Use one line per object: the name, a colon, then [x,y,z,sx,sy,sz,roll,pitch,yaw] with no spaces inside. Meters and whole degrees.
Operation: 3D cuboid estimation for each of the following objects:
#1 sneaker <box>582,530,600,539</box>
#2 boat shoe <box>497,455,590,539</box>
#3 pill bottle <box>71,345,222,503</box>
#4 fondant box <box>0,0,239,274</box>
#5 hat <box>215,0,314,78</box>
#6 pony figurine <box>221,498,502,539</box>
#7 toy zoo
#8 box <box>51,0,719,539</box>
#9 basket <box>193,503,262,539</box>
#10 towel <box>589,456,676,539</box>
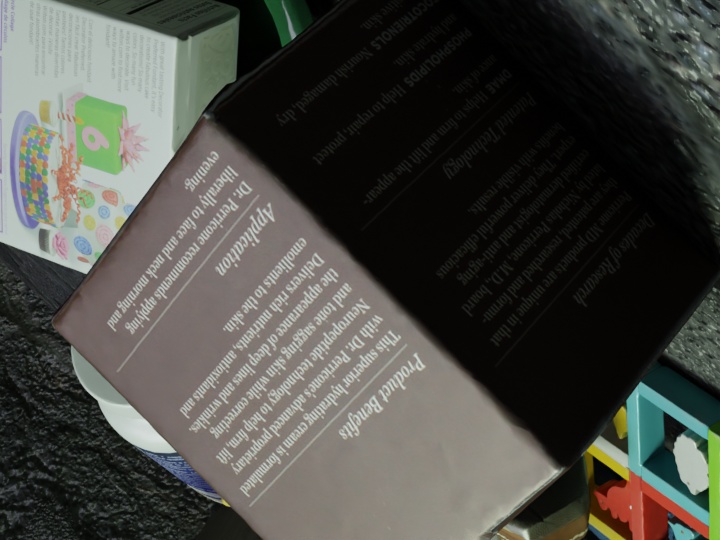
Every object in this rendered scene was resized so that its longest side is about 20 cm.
sneaker: [0.116,0.171,1.345,0.199,0.074,0.082,28,-170,-32]
boat shoe: [0.071,0.100,1.160,0.200,0.075,0.074,48,163,55]
pill bottle: [-0.106,0.075,1.377,0.116,0.116,0.200,39,176,28]
fondant box: [-0.161,-0.085,1.095,0.199,0.058,0.146,20,119,28]
hat: [-0.053,-0.131,1.153,0.165,0.176,0.201,42,129,11]
pony figurine: [0.021,0.192,1.192,0.167,0.198,0.195,107,161,-62]
toy zoo: [0.154,0.104,1.105,0.200,0.020,0.132,35,144,44]
box: [0.010,0.010,0.902,0.200,0.164,0.166,45,134,1]
basket: [-0.019,0.166,1.339,0.179,0.201,0.136,15,155,45]
towel: [0.114,0.094,1.258,0.200,0.049,0.112,41,168,19]
